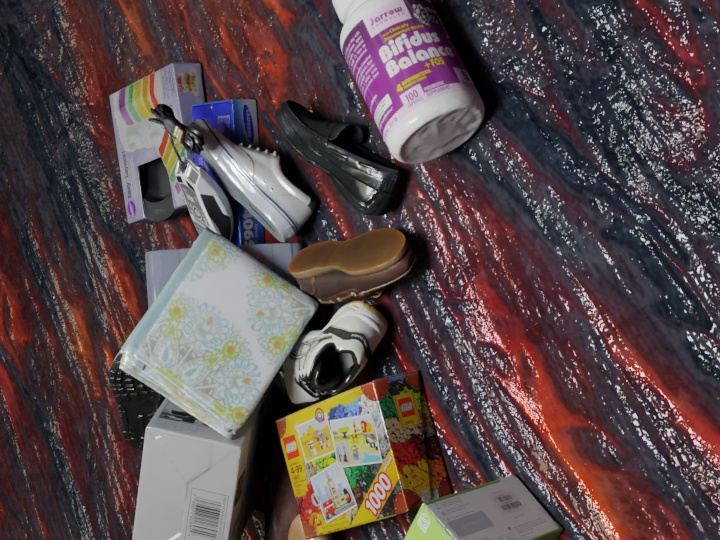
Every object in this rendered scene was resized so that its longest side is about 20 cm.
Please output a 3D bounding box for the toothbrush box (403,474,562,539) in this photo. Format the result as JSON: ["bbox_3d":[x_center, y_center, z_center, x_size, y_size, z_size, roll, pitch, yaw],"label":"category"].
[{"bbox_3d":[0.102,0.327,1.328,0.086,0.144,0.202,45,127,35],"label":"toothbrush box"}]

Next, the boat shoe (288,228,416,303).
[{"bbox_3d":[0.000,0.000,1.469,0.199,0.071,0.071,-5,131,52],"label":"boat shoe"}]

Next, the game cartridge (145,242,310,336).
[{"bbox_3d":[-0.162,0.038,1.554,0.041,0.197,0.136,143,122,-77],"label":"game cartridge"}]

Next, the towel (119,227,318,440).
[{"bbox_3d":[-0.169,0.074,1.504,0.170,0.201,0.048,35,163,-6],"label":"towel"}]

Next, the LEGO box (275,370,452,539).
[{"bbox_3d":[0.001,0.218,1.481,0.199,0.076,0.151,-28,75,47],"label":"LEGO box"}]

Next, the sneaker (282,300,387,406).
[{"bbox_3d":[-0.048,0.114,1.499,0.075,0.088,0.200,35,135,-6],"label":"sneaker"}]

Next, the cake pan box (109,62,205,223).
[{"bbox_3d":[-0.276,-0.171,1.772,0.183,0.052,0.204,-10,87,51],"label":"cake pan box"}]

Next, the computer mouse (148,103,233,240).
[{"bbox_3d":[-0.201,-0.112,1.593,0.109,0.044,0.202,32,147,49],"label":"computer mouse"}]

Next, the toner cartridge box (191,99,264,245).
[{"bbox_3d":[-0.174,-0.120,1.664,0.094,0.043,0.204,3,97,47],"label":"toner cartridge box"}]

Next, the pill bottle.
[{"bbox_3d":[0.044,-0.225,1.344,0.112,0.111,0.202,-45,63,42],"label":"pill bottle"}]

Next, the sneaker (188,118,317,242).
[{"bbox_3d":[-0.134,-0.123,1.581,0.200,0.071,0.073,47,164,13],"label":"sneaker"}]

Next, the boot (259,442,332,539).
[{"bbox_3d":[-0.099,0.336,1.640,0.201,0.071,0.168,-56,43,39],"label":"boot"}]

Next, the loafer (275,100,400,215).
[{"bbox_3d":[-0.024,-0.144,1.473,0.200,0.068,0.071,44,118,30],"label":"loafer"}]

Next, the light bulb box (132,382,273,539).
[{"bbox_3d":[-0.200,0.255,1.609,0.123,0.200,0.201,12,110,4],"label":"light bulb box"}]

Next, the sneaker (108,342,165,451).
[{"bbox_3d":[-0.277,0.137,1.632,0.088,0.074,0.202,-80,-1,-46],"label":"sneaker"}]
